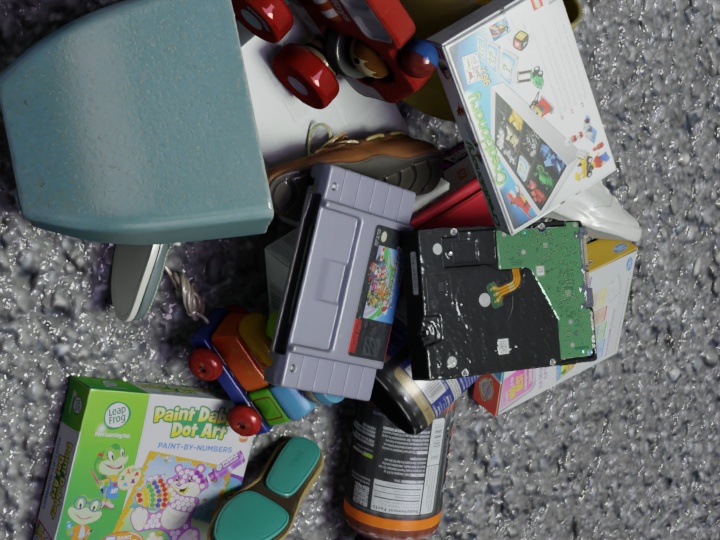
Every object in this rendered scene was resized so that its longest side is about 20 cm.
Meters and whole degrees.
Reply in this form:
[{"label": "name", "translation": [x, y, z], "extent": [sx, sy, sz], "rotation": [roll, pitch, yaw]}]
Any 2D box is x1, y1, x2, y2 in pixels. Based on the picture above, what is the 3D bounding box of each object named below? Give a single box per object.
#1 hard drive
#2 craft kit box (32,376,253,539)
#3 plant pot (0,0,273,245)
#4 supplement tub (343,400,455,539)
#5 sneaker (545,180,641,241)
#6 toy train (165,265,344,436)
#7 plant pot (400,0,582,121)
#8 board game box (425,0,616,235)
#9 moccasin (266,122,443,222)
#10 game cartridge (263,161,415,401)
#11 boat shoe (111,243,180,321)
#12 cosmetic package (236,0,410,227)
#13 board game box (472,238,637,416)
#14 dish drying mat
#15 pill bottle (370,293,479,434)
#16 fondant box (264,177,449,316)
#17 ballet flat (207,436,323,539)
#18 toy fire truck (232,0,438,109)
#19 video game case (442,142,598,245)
[{"label": "hard drive", "translation": [0.132, 0.026, 1.502], "extent": [0.199, 0.038, 0.141], "rotation": [-5, 90, -31]}, {"label": "craft kit box", "translation": [-0.205, 0.207, 1.524], "extent": [0.199, 0.048, 0.199], "rotation": [8, 97, -40]}, {"label": "plant pot", "translation": [-0.190, -0.113, 1.314], "extent": [0.198, 0.196, 0.197], "rotation": [-12, 88, -6]}, {"label": "supplement tub", "translation": [0.038, 0.213, 1.675], "extent": [0.106, 0.107, 0.202], "rotation": [-3, 107, -37]}, {"label": "sneaker", "translation": [0.239, -0.089, 1.714], "extent": [0.199, 0.075, 0.089], "rotation": [21, 80, -39]}, {"label": "toy train", "translation": [-0.102, 0.056, 1.486], "extent": [0.201, 0.115, 0.085], "rotation": [58, 39, -21]}, {"label": "plant pot", "translation": [0.095, -0.231, 1.541], "extent": [0.199, 0.200, 0.143], "rotation": [0, 129, -38]}, {"label": "board game box", "translation": [0.148, -0.148, 1.437], "extent": [0.126, 0.035, 0.201], "rotation": [-31, 119, -15]}, {"label": "moccasin", "translation": [-0.014, -0.095, 1.497], "extent": [0.200, 0.078, 0.074], "rotation": [-21, 133, -35]}, {"label": "game cartridge", "translation": [-0.014, 0.013, 1.441], "extent": [0.129, 0.038, 0.202], "rotation": [14, 88, -44]}, {"label": "boat shoe", "translation": [-0.174, -0.047, 1.447], "extent": [0.061, 0.073, 0.202], "rotation": [14, 90, -36]}, {"label": "cosmetic package", "translation": [-0.054, -0.162, 1.516], "extent": [0.151, 0.052, 0.201], "rotation": [-44, 127, -20]}, {"label": "board game box", "translation": [0.218, 0.059, 1.776], "extent": [0.199, 0.040, 0.154], "rotation": [-22, 133, -34]}, {"label": "dish drying mat", "translation": [0.089, -0.043, 1.580], "extent": [0.199, 0.018, 0.077], "rotation": [-33, 144, -32]}, {"label": "pill bottle", "translation": [0.088, 0.057, 1.569], "extent": [0.200, 0.112, 0.112], "rotation": [-42, 126, -12]}, {"label": "fondant box", "translation": [0.000, 0.000, 1.575], "extent": [0.199, 0.058, 0.145], "rotation": [-31, 139, -30]}, {"label": "ballet flat", "translation": [-0.092, 0.239, 1.566], "extent": [0.200, 0.068, 0.063], "rotation": [-43, 160, -53]}, {"label": "toy fire truck", "translation": [-0.012, -0.219, 1.389], "extent": [0.112, 0.168, 0.200], "rotation": [-48, 127, -14]}, {"label": "video game case", "translation": [0.170, -0.067, 1.732], "extent": [0.181, 0.036, 0.201], "rotation": [-32, 122, -25]}]
